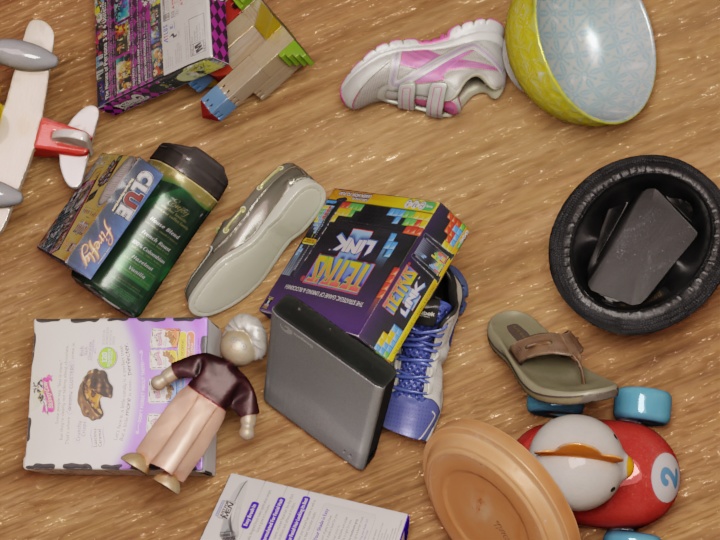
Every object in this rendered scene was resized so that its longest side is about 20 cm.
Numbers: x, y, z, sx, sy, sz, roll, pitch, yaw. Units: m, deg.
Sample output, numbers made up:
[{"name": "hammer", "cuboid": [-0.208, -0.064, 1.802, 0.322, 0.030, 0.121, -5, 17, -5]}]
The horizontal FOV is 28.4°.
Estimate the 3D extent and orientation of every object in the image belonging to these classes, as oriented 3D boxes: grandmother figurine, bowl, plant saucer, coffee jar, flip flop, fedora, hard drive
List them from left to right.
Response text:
[{"name": "coffee jar", "cuboid": [-0.233, -0.050, 1.588, 0.085, 0.104, 0.200, 36, 83, -22]}, {"name": "grandmother figurine", "cuboid": [-0.160, 0.135, 1.491, 0.121, 0.061, 0.200, 33, 77, -8]}, {"name": "hard drive", "cuboid": [-0.035, 0.118, 1.474, 0.139, 0.200, 0.033, 35, 61, 14]}, {"name": "plant saucer", "cuboid": [0.135, 0.242, 1.426, 0.032, 0.200, 0.200, -33, 72, -32]}, {"name": "flip flop", "cuboid": [0.194, 0.082, 1.470, 0.081, 0.200, 0.058, -7, 117, -20]}, {"name": "bowl", "cuboid": [0.221, -0.245, 1.560, 0.108, 0.200, 0.200, -15, 70, 48]}, {"name": "fedora", "cuboid": [0.298, -0.021, 1.516, 0.200, 0.092, 0.201, -2, 76, 7]}]

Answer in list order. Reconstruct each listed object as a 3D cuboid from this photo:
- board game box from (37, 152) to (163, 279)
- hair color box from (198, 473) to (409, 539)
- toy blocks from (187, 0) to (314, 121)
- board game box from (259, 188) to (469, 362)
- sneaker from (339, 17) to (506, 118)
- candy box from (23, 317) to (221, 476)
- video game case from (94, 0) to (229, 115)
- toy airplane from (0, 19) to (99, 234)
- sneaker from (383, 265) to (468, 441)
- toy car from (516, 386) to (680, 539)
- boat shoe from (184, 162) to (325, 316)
[{"name": "board game box", "cuboid": [-0.289, -0.063, 1.559, 0.035, 0.200, 0.136, 36, 83, -20]}, {"name": "hair color box", "cuboid": [-0.059, 0.289, 1.481, 0.200, 0.065, 0.109, 13, 39, 10]}, {"name": "toy blocks", "cuboid": [-0.158, -0.260, 1.642, 0.137, 0.100, 0.200, -40, 64, 6]}, {"name": "board game box", "cuboid": [0.000, 0.000, 1.502, 0.200, 0.057, 0.165, 11, 64, 55]}, {"name": "sneaker", "cuboid": [0.076, -0.213, 1.598, 0.200, 0.081, 0.088, -17, 73, 4]}, {"name": "candy box", "cuboid": [-0.260, 0.140, 1.564, 0.200, 0.072, 0.168, 0, 77, 7]}, {"name": "video game case", "cuboid": [-0.232, -0.299, 1.633, 0.181, 0.036, 0.200, -18, 67, 32]}, {"name": "toy airplane", "cuboid": [-0.398, -0.162, 1.608, 0.199, 0.141, 0.200, -35, 69, 4]}, {"name": "sneaker", "cuboid": [0.059, 0.075, 1.514, 0.080, 0.115, 0.200, 13, 79, 11]}, {"name": "toy car", "cuboid": [0.235, 0.196, 1.417, 0.177, 0.200, 0.185, 5, 78, 9]}, {"name": "boat shoe", "cuboid": [-0.126, -0.035, 1.591, 0.202, 0.072, 0.060, -46, 54, 3]}]
